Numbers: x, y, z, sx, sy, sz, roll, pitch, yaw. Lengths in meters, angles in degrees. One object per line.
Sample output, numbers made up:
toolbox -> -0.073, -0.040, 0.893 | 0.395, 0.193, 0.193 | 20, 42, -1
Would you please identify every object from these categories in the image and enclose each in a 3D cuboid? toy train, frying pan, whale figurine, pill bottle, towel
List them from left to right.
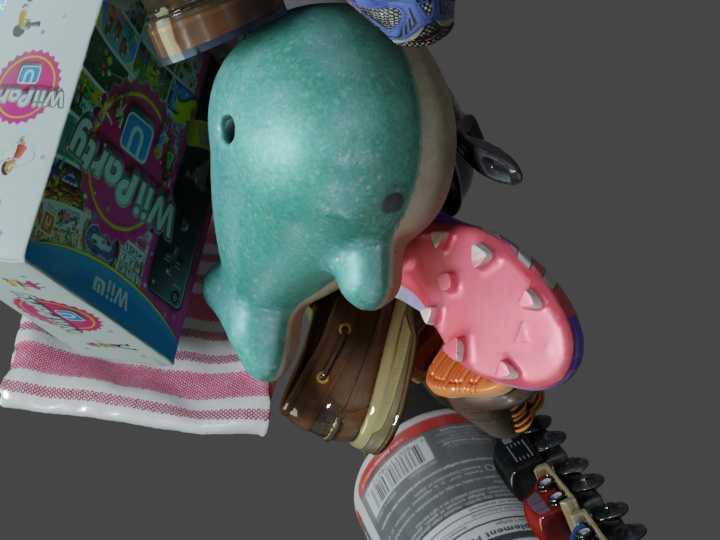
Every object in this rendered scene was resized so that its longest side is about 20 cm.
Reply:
towel -> -0.109, 0.000, 1.186 | 0.030, 0.146, 0.200 | 90, -174, -51
whale figurine -> -0.038, -0.038, 1.067 | 0.200, 0.104, 0.159 | -59, 47, 32
frying pan -> 0.033, -0.085, 1.099 | 0.115, 0.031, 0.190 | 59, 164, -1
pill bottle -> 0.078, 0.185, 1.323 | 0.200, 0.116, 0.116 | -119, 9, -51
toy train -> 0.109, 0.125, 1.150 | 0.200, 0.046, 0.034 | -128, 16, -70

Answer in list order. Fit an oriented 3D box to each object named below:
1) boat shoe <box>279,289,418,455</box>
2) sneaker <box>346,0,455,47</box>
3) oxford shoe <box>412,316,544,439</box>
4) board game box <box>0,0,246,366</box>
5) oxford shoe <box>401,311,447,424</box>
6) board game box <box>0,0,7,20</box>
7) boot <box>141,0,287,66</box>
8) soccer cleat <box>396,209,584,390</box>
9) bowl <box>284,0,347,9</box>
boat shoe -> 0.000, 0.001, 1.211 | 0.072, 0.067, 0.200 | 127, 155, -65
sneaker -> -0.011, -0.171, 1.007 | 0.078, 0.075, 0.200 | 68, 177, -47
oxford shoe -> 0.077, 0.053, 1.175 | 0.073, 0.071, 0.200 | 41, 176, -9
board game box -> -0.128, -0.071, 1.095 | 0.148, 0.064, 0.200 | 42, -122, -57
oxford shoe -> 0.042, 0.044, 1.401 | 0.071, 0.071, 0.200 | -112, 13, -70
board game box -> -0.139, -0.155, 1.166 | 0.037, 0.151, 0.200 | 12, 128, 29
boot -> -0.054, -0.176, 1.061 | 0.097, 0.075, 0.200 | 66, -150, -12
soccer cleat -> 0.052, 0.003, 1.098 | 0.200, 0.076, 0.067 | 29, 108, 44
bowl -> -0.047, -0.189, 1.262 | 0.200, 0.075, 0.200 | 77, 170, -61
